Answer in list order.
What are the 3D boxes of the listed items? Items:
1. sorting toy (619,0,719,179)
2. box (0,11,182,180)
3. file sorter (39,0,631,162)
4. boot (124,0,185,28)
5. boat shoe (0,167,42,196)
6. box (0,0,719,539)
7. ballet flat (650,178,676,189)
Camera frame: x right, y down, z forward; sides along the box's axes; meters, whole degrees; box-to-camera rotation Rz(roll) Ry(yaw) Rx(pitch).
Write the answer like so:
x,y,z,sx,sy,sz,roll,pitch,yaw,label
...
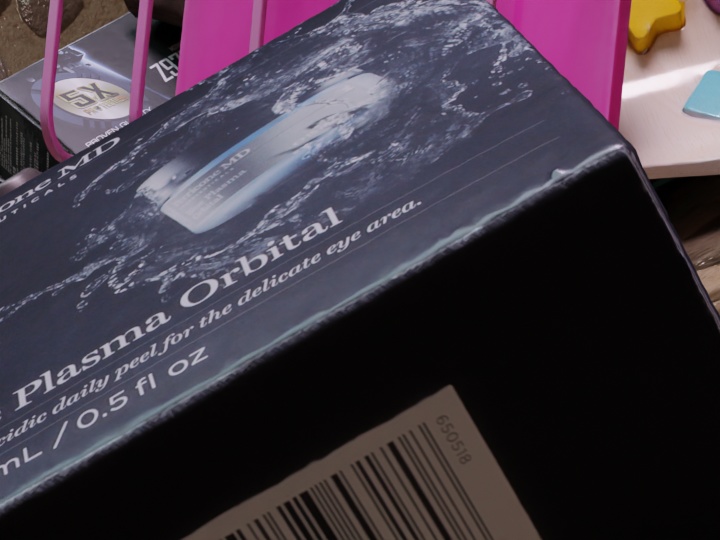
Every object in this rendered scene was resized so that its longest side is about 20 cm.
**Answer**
x,y,z,sx,sy,sz,roll,pitch,yaw,label
0.110,-0.114,0.928,0.180,0.200,0.107,-17,-14,6,sorting toy
-0.098,-0.034,1.140,0.164,0.086,0.200,-34,-29,-32,box
-0.011,-0.095,0.877,0.200,0.139,0.125,5,-1,27,file sorter
0.003,-0.157,1.043,0.200,0.072,0.166,-35,37,-21,boot
-0.175,-0.011,1.041,0.074,0.073,0.200,-32,10,-33,boat shoe
-0.018,0.030,0.601,0.196,0.118,0.200,-30,23,1,box
0.076,-0.035,0.972,0.069,0.071,0.200,-21,12,48,ballet flat
